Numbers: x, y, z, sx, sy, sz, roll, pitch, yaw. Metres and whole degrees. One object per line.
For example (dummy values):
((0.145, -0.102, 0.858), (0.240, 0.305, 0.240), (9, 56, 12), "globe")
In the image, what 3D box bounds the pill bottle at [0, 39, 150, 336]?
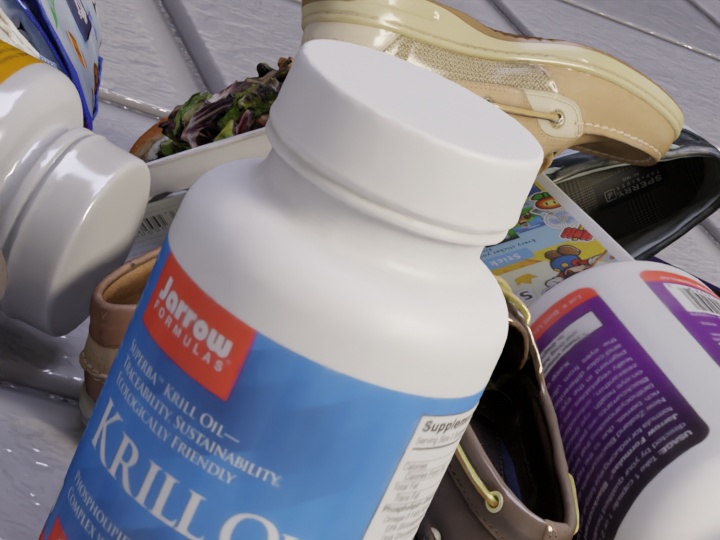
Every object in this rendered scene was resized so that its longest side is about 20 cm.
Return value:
((-0.187, -0.053, 0.892), (0.199, 0.110, 0.109), (28, 18, 11), "pill bottle")

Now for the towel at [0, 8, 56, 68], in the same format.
((-0.226, -0.134, 0.946), (0.146, 0.024, 0.200), (-8, -50, 45), "towel")

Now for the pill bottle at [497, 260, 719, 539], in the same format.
((0.127, 0.087, 0.822), (0.111, 0.112, 0.200), (16, 20, -24), "pill bottle")

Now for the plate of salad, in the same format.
((-0.049, -0.071, 1.057), (0.199, 0.048, 0.200), (-16, 2, 1), "plate of salad")

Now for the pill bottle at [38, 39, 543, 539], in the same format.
((-0.021, 0.034, 0.706), (0.112, 0.201, 0.112), (21, 17, -7), "pill bottle")

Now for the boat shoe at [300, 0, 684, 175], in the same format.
((0.055, -0.069, 0.974), (0.199, 0.065, 0.071), (14, -11, -31), "boat shoe")

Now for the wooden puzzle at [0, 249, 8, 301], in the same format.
((-0.245, -0.034, 0.769), (0.185, 0.046, 0.200), (-23, 69, -48), "wooden puzzle")

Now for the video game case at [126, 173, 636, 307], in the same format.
((0.000, 0.000, 0.970), (0.199, 0.023, 0.182), (-17, 33, -16), "video game case")

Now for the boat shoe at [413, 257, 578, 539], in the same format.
((0.038, 0.038, 0.822), (0.072, 0.060, 0.201), (27, 35, -28), "boat shoe")

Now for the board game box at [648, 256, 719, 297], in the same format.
((0.171, 0.061, 1.128), (0.164, 0.057, 0.200), (26, 18, 11), "board game box")

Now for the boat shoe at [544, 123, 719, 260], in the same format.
((0.084, -0.020, 1.053), (0.072, 0.199, 0.071), (64, -12, -11), "boat shoe")

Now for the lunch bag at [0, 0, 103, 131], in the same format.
((-0.212, -0.140, 1.100), (0.199, 0.124, 0.170), (34, 15, -15), "lunch bag")

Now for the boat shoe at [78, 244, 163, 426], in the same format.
((-0.032, -0.001, 0.886), (0.075, 0.072, 0.200), (17, 37, 33), "boat shoe")
